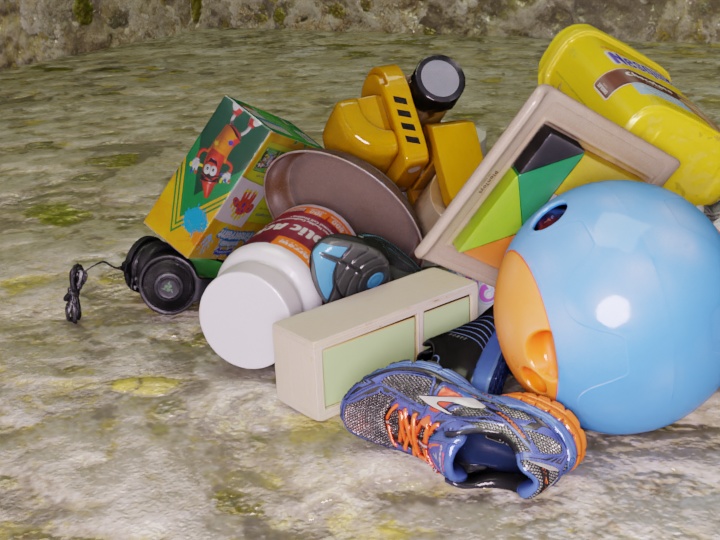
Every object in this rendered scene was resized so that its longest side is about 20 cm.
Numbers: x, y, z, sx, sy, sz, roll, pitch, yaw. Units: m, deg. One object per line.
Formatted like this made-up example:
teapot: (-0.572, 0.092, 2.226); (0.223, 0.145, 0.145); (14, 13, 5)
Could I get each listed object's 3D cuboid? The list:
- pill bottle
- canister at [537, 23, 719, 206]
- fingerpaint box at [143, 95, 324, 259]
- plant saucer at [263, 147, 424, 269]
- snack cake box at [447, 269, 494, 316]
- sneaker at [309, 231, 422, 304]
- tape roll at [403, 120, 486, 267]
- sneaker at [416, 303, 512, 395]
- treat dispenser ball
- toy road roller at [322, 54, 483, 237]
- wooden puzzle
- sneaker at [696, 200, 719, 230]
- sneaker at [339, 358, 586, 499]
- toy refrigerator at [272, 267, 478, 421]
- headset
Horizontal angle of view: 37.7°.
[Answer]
pill bottle: (-0.078, 0.014, 1.061); (0.112, 0.116, 0.200); (3, 20, 17)
canister: (0.275, -0.154, 1.050); (0.147, 0.087, 0.201); (21, 26, -24)
fingerpaint box: (-0.138, -0.099, 1.211); (0.073, 0.168, 0.200); (37, 10, 13)
plant saucer: (-0.013, -0.060, 1.143); (0.198, 0.202, 0.032); (11, 50, 33)
snack cake box: (0.173, -0.043, 1.076); (0.067, 0.200, 0.115); (39, 24, -4)
sneaker: (0.000, 0.000, 1.041); (0.082, 0.073, 0.199); (51, 12, 30)
tape roll: (0.059, -0.100, 1.324); (0.199, 0.141, 0.203); (-2, 19, 1)
sneaker: (0.096, 0.073, 0.942); (0.077, 0.071, 0.200); (5, 18, 17)
treat dispenser ball: (0.206, 0.030, 0.851); (0.198, 0.204, 0.201); (-2, 19, 1)
toy road roller: (0.044, -0.122, 1.133); (0.144, 0.203, 0.123); (-12, -14, -16)
wooden puzzle: (0.169, -0.051, 0.927); (0.198, 0.186, 0.037); (18, 30, -36)
sneaker: (0.360, -0.025, 0.936); (0.198, 0.075, 0.116); (-31, 64, -1)
sneaker: (0.068, 0.123, 0.808); (0.198, 0.076, 0.078); (6, 25, 28)
toy refrigerator: (0.020, 0.064, 0.969); (0.198, 0.077, 0.070); (-18, 24, -37)
headset: (-0.226, 0.018, 1.173); (0.198, 0.095, 0.123); (4, 13, -31)
